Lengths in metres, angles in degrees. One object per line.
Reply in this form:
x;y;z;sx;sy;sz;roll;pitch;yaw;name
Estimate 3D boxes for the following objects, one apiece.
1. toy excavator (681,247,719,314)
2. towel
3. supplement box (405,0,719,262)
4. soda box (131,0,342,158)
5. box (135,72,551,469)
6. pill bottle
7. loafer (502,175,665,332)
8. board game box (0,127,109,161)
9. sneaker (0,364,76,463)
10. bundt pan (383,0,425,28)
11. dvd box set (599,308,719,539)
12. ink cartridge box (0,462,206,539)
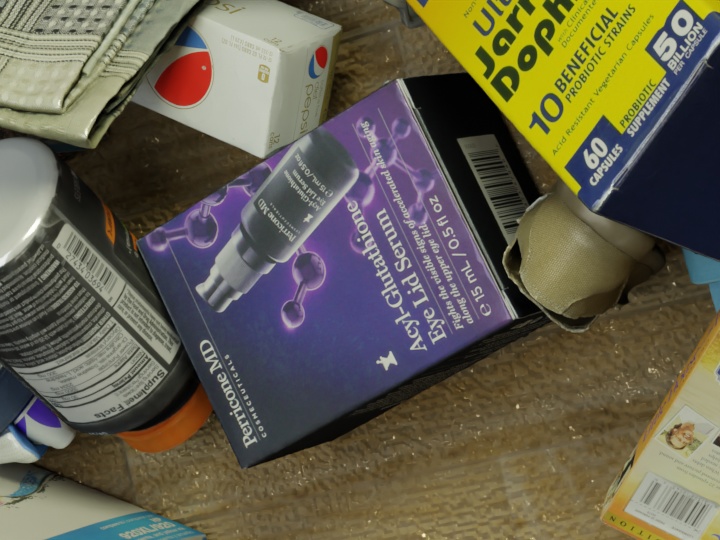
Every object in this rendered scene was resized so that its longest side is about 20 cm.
0.218;0.019;1.372;0.194;0.100;0.201;-13;98;30;toy excavator
-0.184;-0.155;1.450;0.199;0.193;0.035;16;138;20;towel
0.127;-0.113;1.297;0.109;0.109;0.200;-55;45;18;supplement box
-0.110;-0.133;1.506;0.199;0.064;0.068;25;119;28;soda box
0.000;0.000;1.476;0.199;0.104;0.149;-31;81;27;box
-0.160;0.023;1.515;0.106;0.200;0.107;-20;45;22;pill bottle
0.109;-0.010;1.362;0.067;0.200;0.076;-45;80;2;loafer
-0.283;-0.080;1.590;0.199;0.159;0.097;-26;82;28;board game box
-0.225;0.045;1.566;0.146;0.081;0.200;29;151;6;sneaker
0.059;-0.228;1.376;0.076;0.201;0.203;42;114;37;bundt pan
0.227;0.083;1.344;0.146;0.029;0.201;25;126;-1;dvd box set
-0.223;0.203;1.596;0.199;0.144;0.148;19;103;26;ink cartridge box
